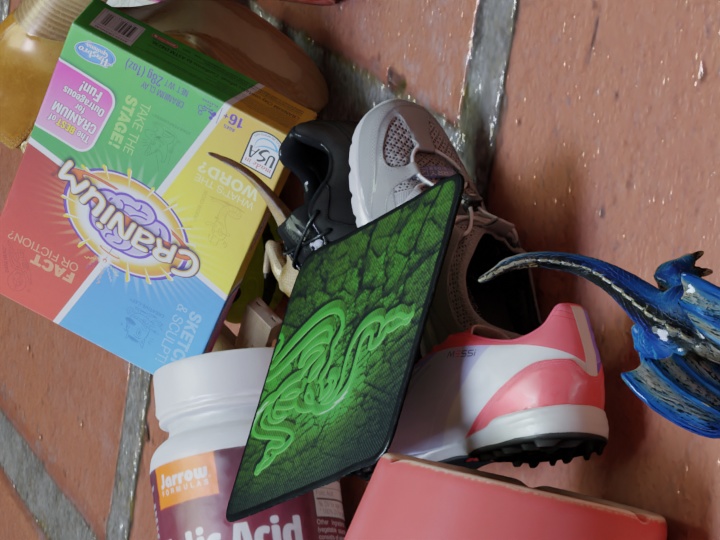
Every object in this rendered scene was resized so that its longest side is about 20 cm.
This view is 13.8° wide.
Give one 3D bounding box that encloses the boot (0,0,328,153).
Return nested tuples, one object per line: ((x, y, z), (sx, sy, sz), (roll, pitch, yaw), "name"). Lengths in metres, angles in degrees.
((-0.136, -0.108, 1.854), (0.144, 0.200, 0.071), (-54, 21, 36), "boot")

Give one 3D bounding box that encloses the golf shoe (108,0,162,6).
((-0.135, -0.181, 2.072), (0.200, 0.075, 0.092), (-137, 38, -64), "golf shoe")

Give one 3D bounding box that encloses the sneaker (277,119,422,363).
((0.000, 0.000, 1.678), (0.076, 0.090, 0.201), (-51, 43, 43), "sneaker")

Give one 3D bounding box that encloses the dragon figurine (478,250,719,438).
((0.148, 0.034, 1.259), (0.059, 0.199, 0.099), (-61, -1, 11), "dragon figurine")

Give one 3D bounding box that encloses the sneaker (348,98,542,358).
((0.058, -0.015, 1.584), (0.082, 0.074, 0.201), (-52, 52, 45), "sneaker")

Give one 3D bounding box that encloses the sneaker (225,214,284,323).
((-0.090, -0.066, 1.927), (0.083, 0.074, 0.201), (-3, 85, 63), "sneaker")

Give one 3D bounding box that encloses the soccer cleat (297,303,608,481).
((0.046, 0.067, 1.514), (0.200, 0.068, 0.074), (-13, 71, 46), "soccer cleat")

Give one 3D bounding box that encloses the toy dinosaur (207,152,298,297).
((-0.026, 0.005, 1.742), (0.101, 0.058, 0.201), (-113, -1, -78), "toy dinosaur")

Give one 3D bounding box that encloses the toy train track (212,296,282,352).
((-0.073, 0.080, 1.918), (0.115, 0.032, 0.200), (45, 145, 18), "toy train track")

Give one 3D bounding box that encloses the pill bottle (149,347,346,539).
((-0.065, 0.153, 1.775), (0.114, 0.114, 0.201), (146, 119, -63), "pill bottle")

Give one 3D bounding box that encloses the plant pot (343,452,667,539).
((0.059, 0.188, 1.414), (0.200, 0.200, 0.178), (9, 85, 67), "plant pot")

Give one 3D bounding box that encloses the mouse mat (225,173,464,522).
((-0.010, 0.043, 1.545), (0.200, 0.008, 0.162), (-30, 40, 61), "mouse mat")

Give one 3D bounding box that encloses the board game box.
((-0.132, -0.043, 1.807), (0.201, 0.153, 0.040), (-66, -5, 33), "board game box")

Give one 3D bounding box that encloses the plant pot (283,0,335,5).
((-0.095, -0.279, 1.828), (0.201, 0.200, 0.196), (-166, 87, -67), "plant pot")
